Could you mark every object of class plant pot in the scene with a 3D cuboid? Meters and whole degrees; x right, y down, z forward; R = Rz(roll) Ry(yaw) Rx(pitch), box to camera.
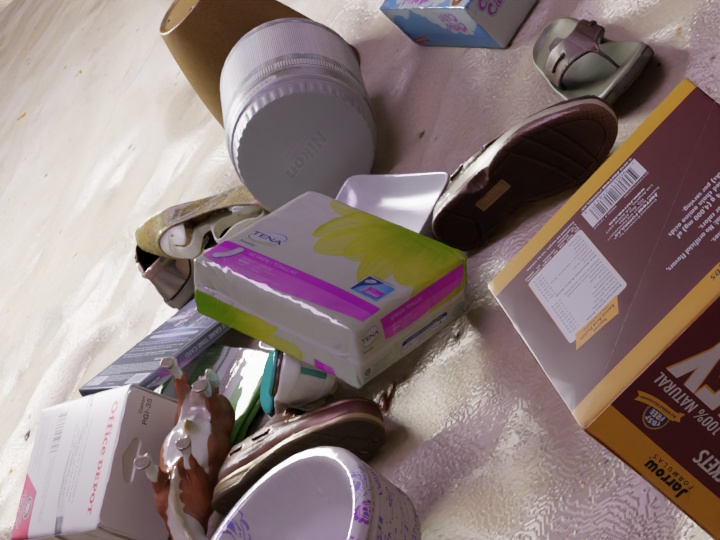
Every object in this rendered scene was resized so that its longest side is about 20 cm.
[{"bbox_3d":[-0.135,-0.253,1.852,0.186,0.200,0.187,-38,29,26],"label":"plant pot"}]

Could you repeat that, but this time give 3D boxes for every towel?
[{"bbox_3d":[-0.157,0.144,1.579,0.199,0.031,0.150,4,62,58],"label":"towel"}]

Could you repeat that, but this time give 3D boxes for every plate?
[{"bbox_3d":[0.000,0.000,1.479,0.199,0.032,0.201,3,63,61],"label":"plate"}]

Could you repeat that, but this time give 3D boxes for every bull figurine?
[{"bbox_3d":[-0.154,0.176,1.413,0.064,0.122,0.201,-6,44,9],"label":"bull figurine"}]

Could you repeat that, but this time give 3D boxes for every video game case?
[{"bbox_3d":[-0.191,0.072,1.647,0.200,0.019,0.142,-39,17,-31],"label":"video game case"}]

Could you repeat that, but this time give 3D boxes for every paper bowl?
[{"bbox_3d":[-0.033,0.239,1.150,0.200,0.104,0.201,-39,27,25],"label":"paper bowl"}]

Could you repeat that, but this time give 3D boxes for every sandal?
[{"bbox_3d":[0.191,-0.190,1.388,0.080,0.057,0.201,-51,25,2],"label":"sandal"}]

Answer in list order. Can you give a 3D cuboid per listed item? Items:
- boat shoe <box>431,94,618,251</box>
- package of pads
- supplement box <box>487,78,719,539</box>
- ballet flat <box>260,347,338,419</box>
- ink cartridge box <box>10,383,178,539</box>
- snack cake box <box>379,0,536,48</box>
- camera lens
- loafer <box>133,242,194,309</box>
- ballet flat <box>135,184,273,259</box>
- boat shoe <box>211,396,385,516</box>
[{"bbox_3d":[0.139,-0.098,1.344,0.202,0.075,0.075,-33,25,35],"label":"boat shoe"},{"bbox_3d":[-0.023,0.009,1.329,0.199,0.069,0.154,23,41,36],"label":"package of pads"},{"bbox_3d":[0.217,0.019,0.988,0.197,0.133,0.200,-46,26,10],"label":"supplement box"},{"bbox_3d":[-0.054,0.101,1.397,0.070,0.069,0.200,-56,1,-10],"label":"ballet flat"},{"bbox_3d":[-0.258,0.205,1.557,0.199,0.082,0.148,-18,55,52],"label":"ink cartridge box"},{"bbox_3d":[0.113,-0.302,1.654,0.115,0.067,0.200,-55,25,-8],"label":"snack cake box"},{"bbox_3d":[-0.068,-0.167,1.672,0.160,0.160,0.200,-43,27,16],"label":"camera lens"},{"bbox_3d":[-0.241,-0.020,1.881,0.072,0.063,0.200,-50,26,6],"label":"loafer"},{"bbox_3d":[-0.170,-0.048,1.758,0.198,0.071,0.071,-19,36,18],"label":"ballet flat"},{"bbox_3d":[-0.057,0.149,1.337,0.200,0.072,0.068,-34,42,38],"label":"boat shoe"}]
